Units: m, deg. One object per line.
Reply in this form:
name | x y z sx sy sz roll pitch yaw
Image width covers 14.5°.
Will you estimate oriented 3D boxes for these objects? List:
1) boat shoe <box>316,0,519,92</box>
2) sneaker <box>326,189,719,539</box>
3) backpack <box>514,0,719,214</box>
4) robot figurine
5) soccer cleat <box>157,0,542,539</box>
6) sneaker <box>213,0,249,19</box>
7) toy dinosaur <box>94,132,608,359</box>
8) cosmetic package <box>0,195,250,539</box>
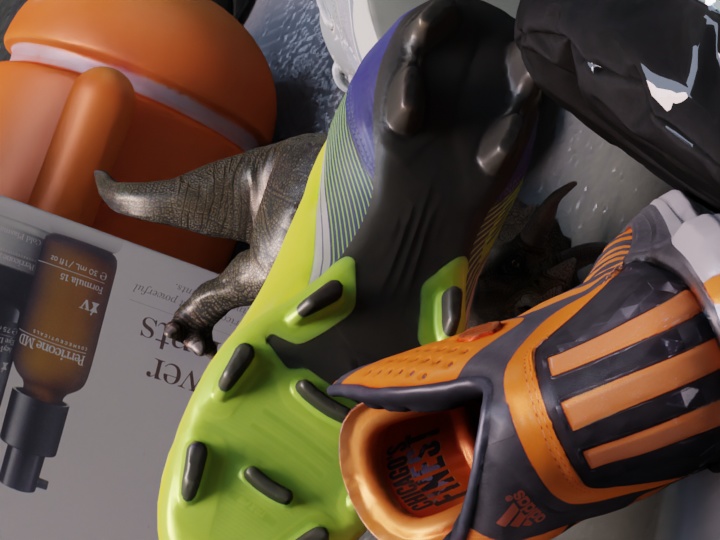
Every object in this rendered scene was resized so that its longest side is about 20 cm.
boat shoe | 0.019 -0.098 1.012 0.201 0.070 0.072 -99 24 -45
sneaker | 0.047 0.031 0.732 0.200 0.112 0.078 60 -171 -83
backpack | 0.132 -0.109 0.708 0.200 0.126 0.167 -56 27 2
robot figurine | -0.102 -0.029 1.094 0.116 0.144 0.201 14 80 39
soccer cleat | -0.001 0.013 0.804 0.201 0.064 0.084 -65 3 -26
sneaker | -0.109 -0.098 1.205 0.201 0.073 0.082 -60 27 7
toy dinosaur | 0.000 0.000 0.915 0.200 0.077 0.103 29 86 40
cosmetic package | -0.108 0.061 0.940 0.052 0.199 0.152 147 140 -64
